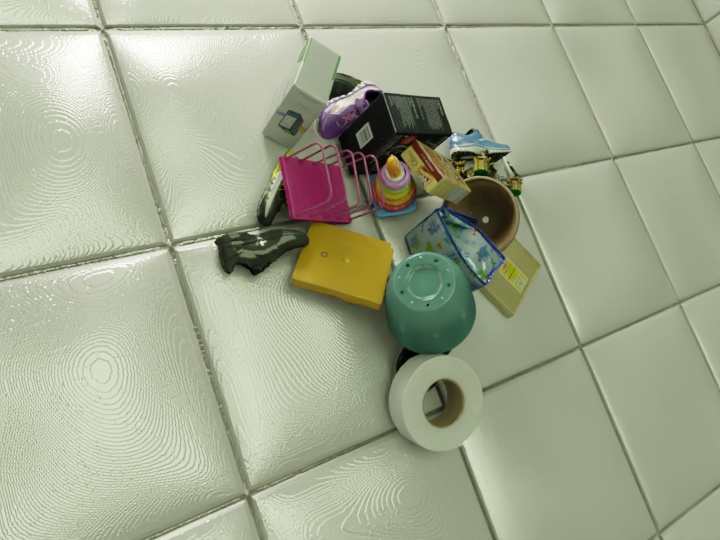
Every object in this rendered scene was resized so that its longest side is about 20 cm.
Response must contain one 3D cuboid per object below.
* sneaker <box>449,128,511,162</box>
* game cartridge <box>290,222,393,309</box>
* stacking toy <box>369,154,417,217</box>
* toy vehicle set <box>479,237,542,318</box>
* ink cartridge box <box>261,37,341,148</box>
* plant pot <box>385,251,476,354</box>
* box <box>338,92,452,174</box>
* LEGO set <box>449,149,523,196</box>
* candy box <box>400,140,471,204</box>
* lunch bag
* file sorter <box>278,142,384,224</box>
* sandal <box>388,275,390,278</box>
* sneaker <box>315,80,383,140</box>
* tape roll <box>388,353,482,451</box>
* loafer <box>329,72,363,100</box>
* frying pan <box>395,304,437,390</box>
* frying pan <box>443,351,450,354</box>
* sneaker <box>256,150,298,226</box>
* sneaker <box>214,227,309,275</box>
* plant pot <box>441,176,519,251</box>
[{"bbox_3d":[0.329,-0.348,1.738,0.197,0.078,0.091,1,73,-29],"label":"sneaker"},{"bbox_3d":[-0.035,-0.014,1.375,0.197,0.033,0.178,17,50,-1],"label":"game cartridge"},{"bbox_3d":[0.078,-0.212,1.457,0.108,0.200,0.118,-10,74,0],"label":"stacking toy"},{"bbox_3d":[0.391,0.012,1.662,0.124,0.026,0.200,44,56,-7],"label":"toy vehicle set"},{"bbox_3d":[-0.135,-0.392,1.422,0.087,0.199,0.147,25,60,-22],"label":"ink cartridge box"},{"bbox_3d":[0.141,0.055,1.325,0.197,0.161,0.203,-4,65,9],"label":"plant pot"},{"bbox_3d":[0.081,-0.319,1.504,0.180,0.199,0.105,-9,74,-37],"label":"box"},{"bbox_3d":[0.325,-0.261,1.661,0.198,0.153,0.117,17,63,-26],"label":"LEGO set"},{"bbox_3d":[0.182,-0.229,1.502,0.116,0.055,0.199,58,22,18],"label":"candy box"},{"bbox_3d":[0.212,-0.044,1.497,0.200,0.170,0.128,45,56,-4],"label":"lunch bag"},{"bbox_3d":[-0.056,-0.190,1.385,0.199,0.124,0.141,-1,77,-53],"label":"file sorter"},{"bbox_3d":[0.002,-0.001,1.419,0.209,0.077,0.071,-9,81,-26],"label":"sandal"},{"bbox_3d":[-0.017,-0.384,1.521,0.199,0.088,0.081,-39,125,-14],"label":"sneaker"},{"bbox_3d":[0.163,0.281,1.366,0.200,0.071,0.206,0,89,-24],"label":"tape roll"},{"bbox_3d":[-0.024,-0.454,1.598,0.198,0.072,0.063,12,45,-32],"label":"loafer"},{"bbox_3d":[0.120,0.177,1.409,0.113,0.031,0.193,-11,90,-21],"label":"frying pan"},{"bbox_3d":[0.142,0.123,1.474,0.190,0.031,0.115,46,58,-5],"label":"frying pan"},{"bbox_3d":[-0.163,-0.175,1.396,0.084,0.074,0.202,29,60,-17],"label":"sneaker"},{"bbox_3d":[-0.202,-0.038,1.326,0.197,0.076,0.092,-8,84,-17],"label":"sneaker"},{"bbox_3d":[0.308,-0.132,1.603,0.092,0.199,0.203,-4,69,-66],"label":"plant pot"}]
